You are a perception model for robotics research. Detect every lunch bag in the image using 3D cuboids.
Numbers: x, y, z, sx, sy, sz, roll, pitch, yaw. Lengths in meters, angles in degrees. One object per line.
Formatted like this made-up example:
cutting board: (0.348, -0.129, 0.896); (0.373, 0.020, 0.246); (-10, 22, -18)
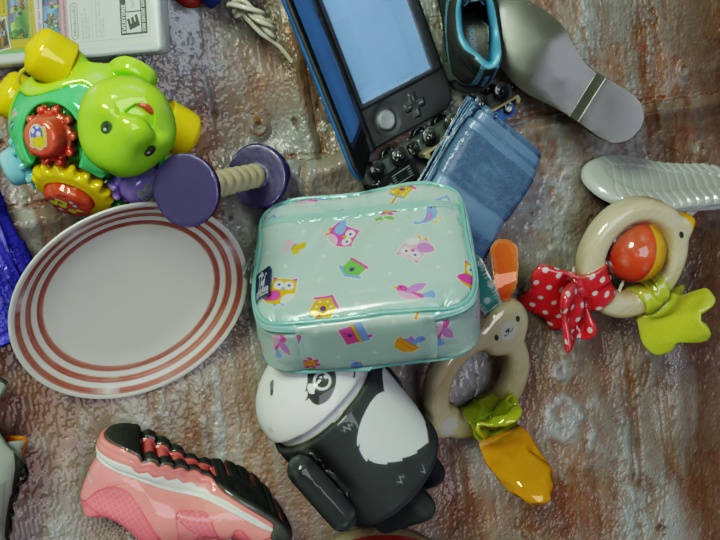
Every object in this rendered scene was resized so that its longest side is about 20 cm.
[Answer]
lunch bag: (0.000, 0.000, 0.727); (0.195, 0.163, 0.078); (-5, 139, 4)

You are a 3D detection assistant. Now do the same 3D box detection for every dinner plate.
dinner plate: (-0.188, 0.025, 0.705); (0.196, 0.024, 0.203); (-19, 136, -19)

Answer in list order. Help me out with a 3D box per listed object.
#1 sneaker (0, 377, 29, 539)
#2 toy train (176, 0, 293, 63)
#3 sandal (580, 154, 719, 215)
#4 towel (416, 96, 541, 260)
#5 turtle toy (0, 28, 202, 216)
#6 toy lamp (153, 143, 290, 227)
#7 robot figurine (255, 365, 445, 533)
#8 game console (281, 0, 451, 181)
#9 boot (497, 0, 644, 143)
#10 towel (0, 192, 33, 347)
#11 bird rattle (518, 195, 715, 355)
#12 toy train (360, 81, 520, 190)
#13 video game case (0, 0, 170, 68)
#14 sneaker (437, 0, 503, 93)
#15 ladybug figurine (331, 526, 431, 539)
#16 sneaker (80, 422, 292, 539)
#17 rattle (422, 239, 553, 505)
sneaker: (-0.300, 0.182, 0.686); (0.078, 0.074, 0.205); (-12, 98, -27)
toy train: (-0.114, -0.285, 0.738); (0.199, 0.084, 0.117); (37, 62, -26)
sandal: (0.332, -0.081, 0.947); (0.198, 0.084, 0.050); (2, 136, -16)
towel: (0.091, -0.054, 0.835); (0.111, 0.048, 0.203); (31, 90, -33)
turtle toy: (-0.199, -0.100, 0.646); (0.144, 0.198, 0.103); (27, 61, -30)
toy lamp: (-0.102, -0.072, 0.695); (0.057, 0.200, 0.060); (3, 101, 14)
robot figurine: (-0.006, 0.147, 0.779); (0.124, 0.150, 0.201); (-41, 107, -3)
game console: (0.008, -0.207, 0.760); (0.169, 0.118, 0.203); (-29, 109, -18)
boot: (0.201, -0.204, 0.884); (0.199, 0.076, 0.074); (40, 102, -3)
towel: (-0.343, -0.022, 0.665); (0.145, 0.049, 0.204); (-25, 103, -21)
bird rattle: (0.272, 0.001, 0.901); (0.195, 0.113, 0.167); (11, 106, -13)
toy train: (0.084, -0.129, 0.849); (0.198, 0.034, 0.046); (-34, 109, -17)
video game case: (-0.234, -0.264, 0.657); (0.177, 0.022, 0.205); (-1, 95, 14)
sneaker: (0.101, -0.277, 0.812); (0.072, 0.082, 0.205); (-16, 94, -5)
ladybug figurine: (0.033, 0.328, 0.837); (0.197, 0.072, 0.139); (21, 86, -23)
sneaker: (-0.155, 0.211, 0.761); (0.198, 0.074, 0.088); (29, 96, -18)
rattle: (0.139, 0.092, 0.811); (0.127, 0.143, 0.204); (13, 109, -18)
